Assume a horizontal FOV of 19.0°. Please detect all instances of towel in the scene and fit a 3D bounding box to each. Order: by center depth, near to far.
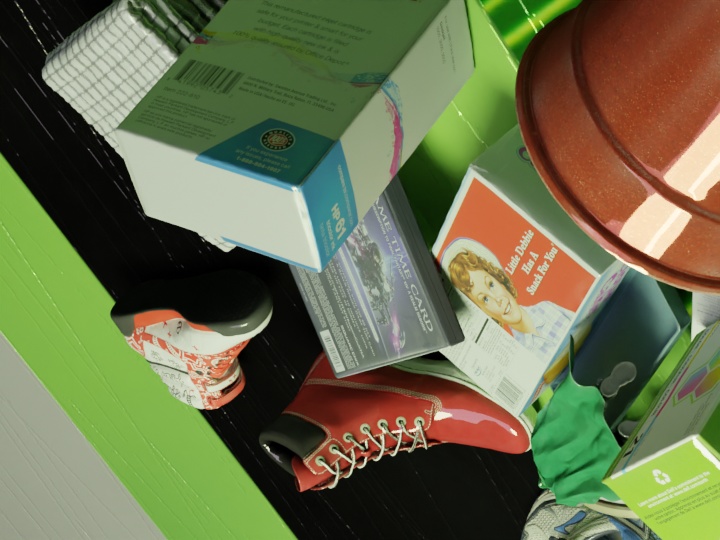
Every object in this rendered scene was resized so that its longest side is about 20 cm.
[{"bbox_3d":[-0.116,-0.123,1.551,0.200,0.086,0.166,44,148,-11],"label":"towel"}]

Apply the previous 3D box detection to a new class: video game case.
[{"bbox_3d":[0.000,0.000,1.561,0.200,0.019,0.143,-21,92,64],"label":"video game case"}]

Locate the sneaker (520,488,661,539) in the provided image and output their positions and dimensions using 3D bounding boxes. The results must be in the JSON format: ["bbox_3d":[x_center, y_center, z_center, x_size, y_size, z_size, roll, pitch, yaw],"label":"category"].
[{"bbox_3d":[0.177,0.212,1.662,0.077,0.085,0.200,45,147,-10],"label":"sneaker"}]

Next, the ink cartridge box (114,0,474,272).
[{"bbox_3d":[-0.037,-0.110,1.382,0.144,0.200,0.085,19,146,29],"label":"ink cartridge box"}]

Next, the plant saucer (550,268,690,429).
[{"bbox_3d":[0.181,0.058,1.510,0.070,0.019,0.200,65,156,24],"label":"plant saucer"}]

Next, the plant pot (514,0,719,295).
[{"bbox_3d":[0.214,-0.123,1.147,0.201,0.201,0.195,38,139,1],"label":"plant pot"}]

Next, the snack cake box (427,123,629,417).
[{"bbox_3d":[0.111,0.001,1.479,0.115,0.067,0.200,42,148,12],"label":"snack cake box"}]

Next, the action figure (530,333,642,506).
[{"bbox_3d":[0.158,0.121,1.513,0.200,0.055,0.118,120,130,-69],"label":"action figure"}]

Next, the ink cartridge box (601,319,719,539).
[{"bbox_3d":[0.257,0.074,1.305,0.076,0.148,0.200,42,145,-5],"label":"ink cartridge box"}]

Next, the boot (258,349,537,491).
[{"bbox_3d":[0.027,0.132,1.658,0.200,0.144,0.073,15,139,29],"label":"boot"}]

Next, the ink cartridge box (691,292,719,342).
[{"bbox_3d":[0.264,0.018,1.393,0.094,0.037,0.200,21,140,24],"label":"ink cartridge box"}]

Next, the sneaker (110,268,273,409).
[{"bbox_3d":[-0.116,0.061,1.783,0.201,0.067,0.108,-2,130,50],"label":"sneaker"}]

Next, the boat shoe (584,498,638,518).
[{"bbox_3d":[0.230,0.134,1.540,0.200,0.075,0.069,-5,111,47],"label":"boat shoe"}]
